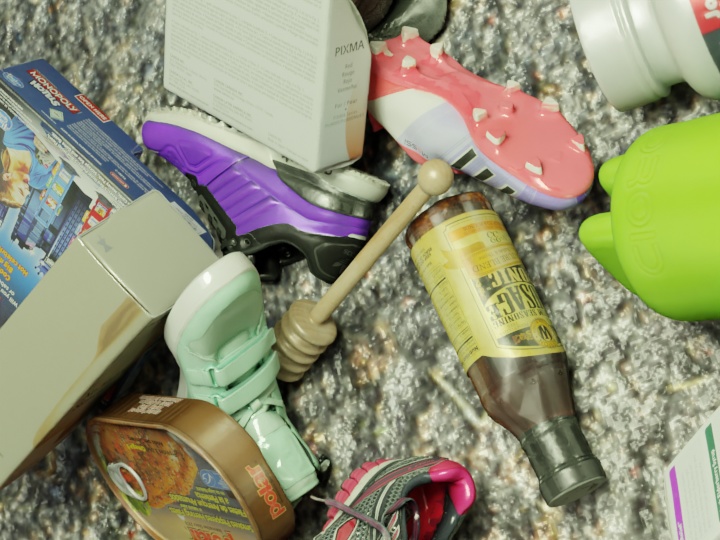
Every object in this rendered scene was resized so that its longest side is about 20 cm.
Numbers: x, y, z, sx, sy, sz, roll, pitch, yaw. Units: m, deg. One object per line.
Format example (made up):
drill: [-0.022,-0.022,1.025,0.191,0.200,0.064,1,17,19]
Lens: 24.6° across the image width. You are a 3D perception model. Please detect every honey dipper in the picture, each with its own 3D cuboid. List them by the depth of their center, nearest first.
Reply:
honey dipper: [0.000,0.000,1.058,0.200,0.038,0.038,-48,61,35]

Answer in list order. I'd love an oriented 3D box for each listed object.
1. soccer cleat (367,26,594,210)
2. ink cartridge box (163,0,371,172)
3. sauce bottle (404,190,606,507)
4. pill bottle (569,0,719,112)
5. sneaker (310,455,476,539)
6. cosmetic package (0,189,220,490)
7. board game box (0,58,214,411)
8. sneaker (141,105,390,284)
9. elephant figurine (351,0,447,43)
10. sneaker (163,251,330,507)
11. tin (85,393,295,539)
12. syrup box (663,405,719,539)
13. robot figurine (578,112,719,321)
soccer cleat: [0.073,-0.084,1.049,0.066,0.077,0.200,-29,48,-29]
ink cartridge box: [-0.059,-0.185,1.054,0.162,0.050,0.202,31,125,36]
sauce bottle: [0.093,0.048,1.028,0.066,0.066,0.201,-32,70,17]
pill bottle: [0.230,-0.169,0.968,0.198,0.119,0.121,-20,72,22]
sneaker: [-0.004,0.181,0.982,0.074,0.081,0.200,-18,28,48]
cosmetic package: [-0.188,0.048,1.080,0.071,0.105,0.200,46,122,2]
board game box: [-0.214,-0.007,1.173,0.200,0.062,0.201,42,121,11]
sneaker: [-0.082,-0.046,1.130,0.199,0.069,0.100,22,96,30]
elephant figurine: [-0.003,-0.205,1.104,0.140,0.155,0.202,17,101,-14]
sneaker: [-0.062,0.079,1.046,0.074,0.201,0.118,-35,63,-27]
tin: [-0.111,0.135,1.066,0.199,0.042,0.113,-1,117,57]
syrup box: [0.245,0.088,0.872,0.082,0.078,0.201,-87,21,-47]
robot figurine: [0.223,-0.033,0.930,0.199,0.116,0.177,-9,48,46]
